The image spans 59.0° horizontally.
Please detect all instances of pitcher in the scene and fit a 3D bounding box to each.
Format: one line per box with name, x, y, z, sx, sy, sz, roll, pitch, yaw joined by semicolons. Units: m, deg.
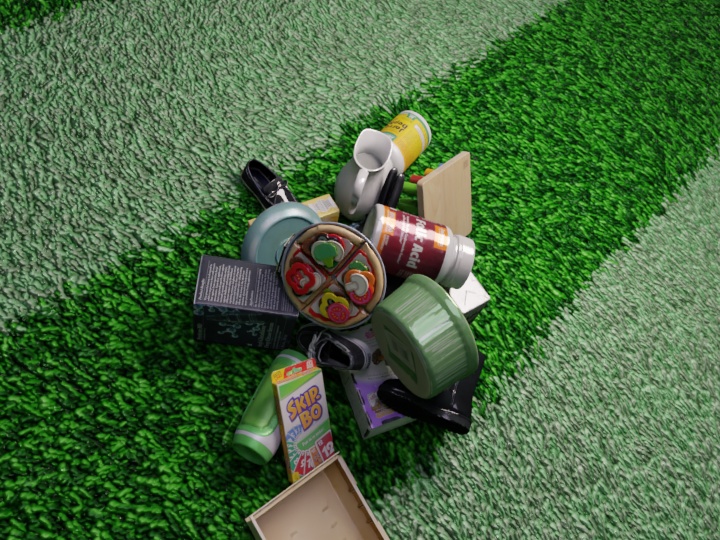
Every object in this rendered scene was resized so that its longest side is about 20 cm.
pitcher;-0.002;-0.185;1.422;0.119;0.201;0.174;23;56;1

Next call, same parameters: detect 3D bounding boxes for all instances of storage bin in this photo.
storage bin;-0.061;0.446;1.064;0.196;0.094;0.203;-28;79;-28

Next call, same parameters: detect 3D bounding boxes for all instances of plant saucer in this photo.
plant saucer;-0.149;-0.038;1.303;0.196;0.205;0.027;-22;31;-27

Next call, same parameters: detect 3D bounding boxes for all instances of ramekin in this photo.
ramekin;0.103;0.119;1.097;0.096;0.201;0.202;-30;70;-20

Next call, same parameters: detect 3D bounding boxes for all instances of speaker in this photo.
speaker;-0.160;0.250;1.181;0.087;0.089;0.203;26;56;2

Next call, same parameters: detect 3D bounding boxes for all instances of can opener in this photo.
can opener;0.056;-0.132;1.418;0.078;0.205;0.063;-19;40;-42

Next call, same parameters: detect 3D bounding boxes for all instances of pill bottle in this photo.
pill bottle;0.103;-0.039;1.167;0.195;0.115;0.117;16;55;-11
pill bottle;0.081;-0.297;1.567;0.112;0.114;0.200;37;57;9

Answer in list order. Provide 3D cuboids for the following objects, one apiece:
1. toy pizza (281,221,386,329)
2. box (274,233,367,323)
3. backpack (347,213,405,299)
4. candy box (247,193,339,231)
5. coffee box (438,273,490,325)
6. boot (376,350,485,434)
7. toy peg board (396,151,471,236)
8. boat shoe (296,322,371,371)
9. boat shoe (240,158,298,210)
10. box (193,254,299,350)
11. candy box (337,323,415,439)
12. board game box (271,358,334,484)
toy pizza;-0.051;0.015;1.124;0.196;0.204;0.032;27;26;4
box;-0.056;0.014;1.176;0.196;0.076;0.050;28;37;2
backpack;0.000;0.000;1.304;0.145;0.200;0.186;-32;96;-12
candy box;-0.146;-0.081;1.367;0.196;0.118;0.057;-23;62;-27
coffee box;0.171;0.078;1.308;0.078;0.202;0.115;-24;66;-27
boot;0.138;0.198;1.213;0.195;0.077;0.171;22;59;-7
toy peg board;0.165;-0.150;1.468;0.096;0.205;0.198;17;38;35
boat shoe;-0.069;0.151;1.220;0.067;0.076;0.197;-4;18;-45
boat shoe;-0.197;-0.177;1.448;0.200;0.063;0.074;45;56;12
box;-0.221;0.067;1.238;0.194;0.150;0.110;8;56;-10
candy box;0.049;0.207;1.273;0.164;0.072;0.204;-13;64;-22
board game box;-0.101;0.269;1.145;0.094;0.030;0.206;-14;99;-33
